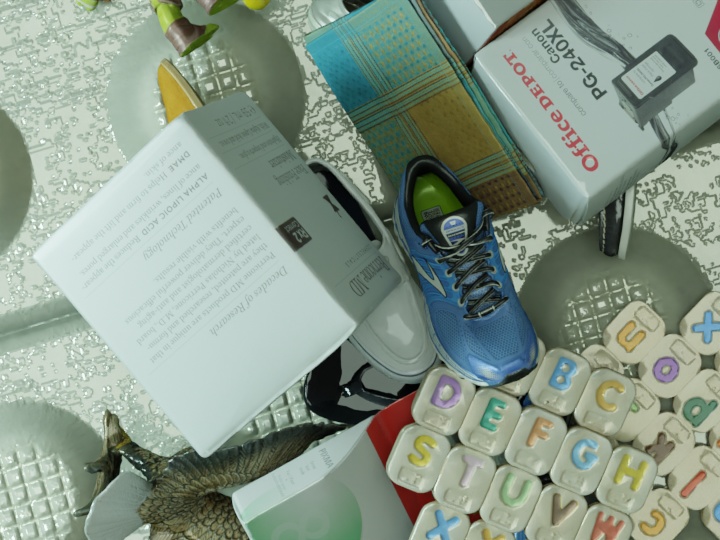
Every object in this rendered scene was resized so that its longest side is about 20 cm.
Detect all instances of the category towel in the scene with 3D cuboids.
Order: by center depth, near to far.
[{"bbox_3d":[0.048,-0.123,1.524,0.022,0.146,0.201,-43,105,-35],"label":"towel"}]

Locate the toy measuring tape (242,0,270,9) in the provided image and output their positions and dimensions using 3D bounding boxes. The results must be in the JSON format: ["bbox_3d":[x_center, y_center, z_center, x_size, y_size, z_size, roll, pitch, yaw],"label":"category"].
[{"bbox_3d":[-0.088,-0.314,1.571,0.073,0.074,0.202,-7,94,3],"label":"toy measuring tape"}]

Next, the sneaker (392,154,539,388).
[{"bbox_3d":[0.073,-0.002,1.461,0.078,0.089,0.201,-24,63,-6],"label":"sneaker"}]

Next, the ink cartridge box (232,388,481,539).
[{"bbox_3d":[0.017,0.195,1.529,0.199,0.050,0.162,-27,124,-2],"label":"ink cartridge box"}]

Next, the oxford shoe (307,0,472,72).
[{"bbox_3d":[0.050,-0.179,1.561,0.199,0.075,0.058,31,128,5],"label":"oxford shoe"}]

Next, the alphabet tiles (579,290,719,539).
[{"bbox_3d":[0.265,0.124,1.580,0.200,0.015,0.196,43,92,2],"label":"alphabet tiles"}]

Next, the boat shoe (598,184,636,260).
[{"bbox_3d":[0.193,-0.109,1.556,0.060,0.074,0.202,0,87,3],"label":"boat shoe"}]

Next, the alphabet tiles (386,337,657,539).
[{"bbox_3d":[0.126,0.154,1.496,0.199,0.015,0.197,24,94,-7],"label":"alphabet tiles"}]

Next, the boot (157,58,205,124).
[{"bbox_3d":[-0.160,-0.055,1.578,0.143,0.071,0.202,-30,92,2],"label":"boot"}]

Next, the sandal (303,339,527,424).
[{"bbox_3d":[0.050,0.083,1.578,0.198,0.043,0.077,-6,89,3],"label":"sandal"}]

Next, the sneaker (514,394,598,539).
[{"bbox_3d":[0.162,0.176,1.555,0.082,0.071,0.201,0,102,1],"label":"sneaker"}]

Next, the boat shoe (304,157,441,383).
[{"bbox_3d":[0.000,0.000,1.552,0.073,0.065,0.201,-33,76,-4],"label":"boat shoe"}]

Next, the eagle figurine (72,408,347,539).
[{"bbox_3d":[-0.119,0.176,1.550,0.198,0.152,0.152,13,70,8],"label":"eagle figurine"}]

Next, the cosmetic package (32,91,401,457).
[{"bbox_3d":[-0.103,-0.001,1.457,0.165,0.165,0.200,-41,91,18],"label":"cosmetic package"}]

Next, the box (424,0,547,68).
[{"bbox_3d":[0.133,-0.260,1.506,0.200,0.124,0.098,-37,88,-17],"label":"box"}]

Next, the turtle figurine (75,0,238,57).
[{"bbox_3d":[-0.168,-0.263,1.553,0.161,0.064,0.200,46,115,9],"label":"turtle figurine"}]

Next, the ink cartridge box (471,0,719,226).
[{"bbox_3d":[0.202,-0.154,1.489,0.199,0.083,0.146,-37,81,-8],"label":"ink cartridge box"}]
